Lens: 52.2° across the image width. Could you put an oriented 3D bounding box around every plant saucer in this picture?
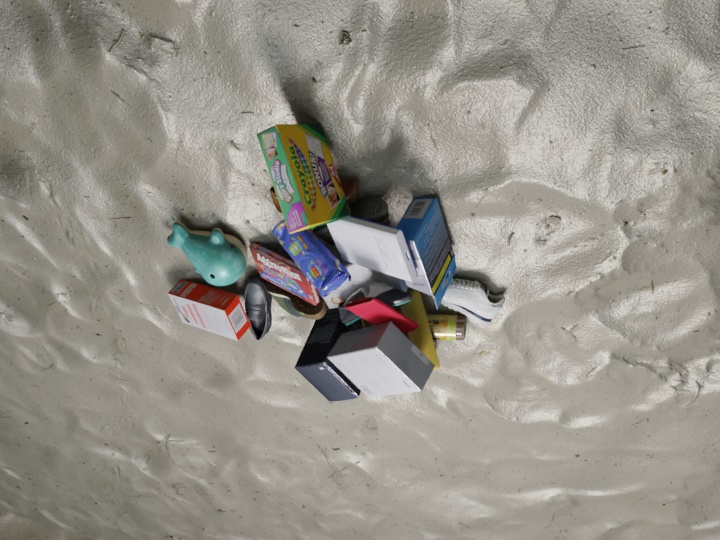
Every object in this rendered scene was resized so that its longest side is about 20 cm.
[{"bbox_3d":[0.079,0.155,1.759,0.200,0.048,0.201,-14,92,46],"label":"plant saucer"}]

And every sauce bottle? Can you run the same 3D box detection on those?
[{"bbox_3d":[0.161,0.139,1.818,0.199,0.065,0.065,1,132,13],"label":"sauce bottle"}]

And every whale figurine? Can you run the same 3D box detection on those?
[{"bbox_3d":[-0.372,-0.037,1.760,0.199,0.104,0.159,28,133,-12],"label":"whale figurine"}]

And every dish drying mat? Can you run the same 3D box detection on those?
[{"bbox_3d":[0.050,0.100,1.615,0.077,0.018,0.200,-16,150,30],"label":"dish drying mat"}]

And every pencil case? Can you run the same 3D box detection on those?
[{"bbox_3d":[-0.108,-0.037,1.622,0.200,0.078,0.087,51,131,10],"label":"pencil case"}]

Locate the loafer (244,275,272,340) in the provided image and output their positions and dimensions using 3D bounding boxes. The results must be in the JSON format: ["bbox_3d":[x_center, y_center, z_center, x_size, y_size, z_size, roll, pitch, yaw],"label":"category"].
[{"bbox_3d":[-0.262,0.097,1.878,0.068,0.071,0.201,6,135,7],"label":"loafer"}]

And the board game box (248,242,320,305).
[{"bbox_3d":[-0.181,0.007,1.743,0.200,0.019,0.103,24,142,37],"label":"board game box"}]

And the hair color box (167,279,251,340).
[{"bbox_3d":[-0.386,0.099,1.875,0.199,0.064,0.111,13,137,30],"label":"hair color box"}]

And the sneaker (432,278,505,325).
[{"bbox_3d":[0.241,0.051,1.721,0.199,0.077,0.081,25,122,-16],"label":"sneaker"}]

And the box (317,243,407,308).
[{"bbox_3d":[0.000,0.000,1.706,0.199,0.098,0.125,-11,129,22],"label":"box"}]

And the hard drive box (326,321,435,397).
[{"bbox_3d":[0.044,0.208,1.675,0.156,0.077,0.200,46,147,-19],"label":"hard drive box"}]

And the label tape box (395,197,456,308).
[{"bbox_3d":[0.141,-0.037,1.597,0.066,0.144,0.200,4,135,29],"label":"label tape box"}]

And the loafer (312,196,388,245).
[{"bbox_3d":[-0.013,-0.105,1.635,0.199,0.075,0.070,-13,134,37],"label":"loafer"}]

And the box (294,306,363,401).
[{"bbox_3d":[-0.053,0.201,1.827,0.104,0.200,0.148,-15,128,39],"label":"box"}]

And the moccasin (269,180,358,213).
[{"bbox_3d":[-0.101,-0.172,1.594,0.201,0.074,0.078,2,142,25],"label":"moccasin"}]

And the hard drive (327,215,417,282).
[{"bbox_3d":[0.021,-0.052,1.544,0.200,0.025,0.132,18,144,39],"label":"hard drive"}]

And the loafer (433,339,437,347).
[{"bbox_3d":[0.156,0.216,1.839,0.076,0.068,0.200,3,160,14],"label":"loafer"}]

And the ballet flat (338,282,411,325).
[{"bbox_3d":[0.025,0.067,1.650,0.200,0.073,0.073,-24,123,38],"label":"ballet flat"}]

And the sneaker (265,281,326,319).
[{"bbox_3d":[-0.144,0.081,1.802,0.200,0.067,0.090,25,158,38],"label":"sneaker"}]

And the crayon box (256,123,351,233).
[{"bbox_3d":[-0.108,-0.186,1.451,0.058,0.172,0.201,-18,92,27],"label":"crayon box"}]
